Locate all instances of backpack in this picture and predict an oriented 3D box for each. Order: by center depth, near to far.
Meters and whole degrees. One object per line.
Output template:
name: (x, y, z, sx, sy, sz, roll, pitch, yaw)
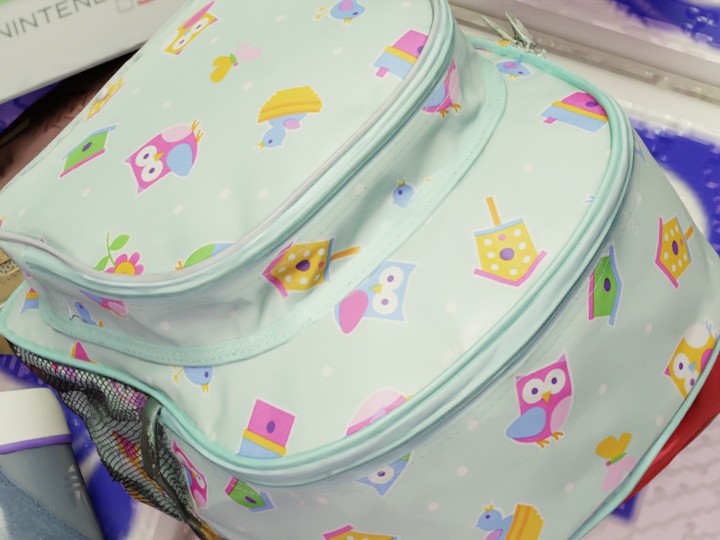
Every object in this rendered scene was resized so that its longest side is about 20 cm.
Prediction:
backpack: (0.000, 0.000, 0.732, 0.176, 0.154, 0.200, -45, 44, -16)

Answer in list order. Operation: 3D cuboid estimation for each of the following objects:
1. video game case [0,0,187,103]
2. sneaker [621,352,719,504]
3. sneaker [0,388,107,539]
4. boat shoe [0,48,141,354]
video game case: (-0.102, -0.163, 0.762, 0.181, 0.022, 0.201, -25, 106, -25)
sneaker: (0.037, 0.067, 0.803, 0.200, 0.085, 0.077, -37, 95, 6)
sneaker: (-0.178, 0.131, 0.837, 0.199, 0.081, 0.148, -14, 83, 2)
boat shoe: (-0.125, 0.003, 0.841, 0.199, 0.072, 0.076, -33, 106, 14)
